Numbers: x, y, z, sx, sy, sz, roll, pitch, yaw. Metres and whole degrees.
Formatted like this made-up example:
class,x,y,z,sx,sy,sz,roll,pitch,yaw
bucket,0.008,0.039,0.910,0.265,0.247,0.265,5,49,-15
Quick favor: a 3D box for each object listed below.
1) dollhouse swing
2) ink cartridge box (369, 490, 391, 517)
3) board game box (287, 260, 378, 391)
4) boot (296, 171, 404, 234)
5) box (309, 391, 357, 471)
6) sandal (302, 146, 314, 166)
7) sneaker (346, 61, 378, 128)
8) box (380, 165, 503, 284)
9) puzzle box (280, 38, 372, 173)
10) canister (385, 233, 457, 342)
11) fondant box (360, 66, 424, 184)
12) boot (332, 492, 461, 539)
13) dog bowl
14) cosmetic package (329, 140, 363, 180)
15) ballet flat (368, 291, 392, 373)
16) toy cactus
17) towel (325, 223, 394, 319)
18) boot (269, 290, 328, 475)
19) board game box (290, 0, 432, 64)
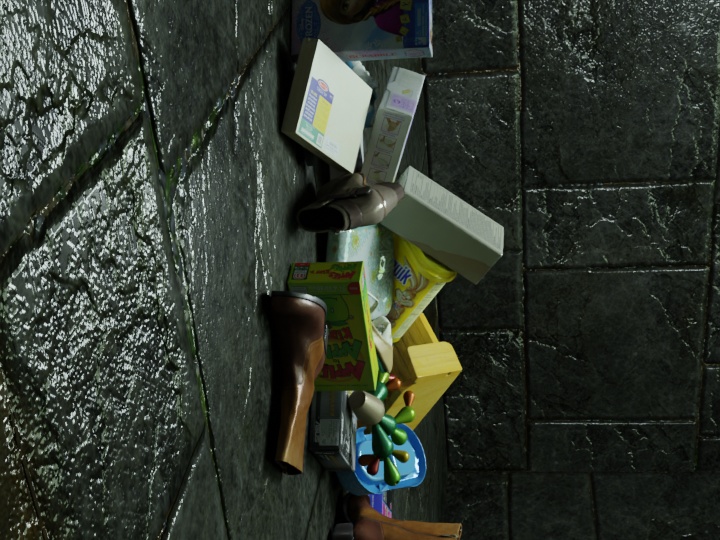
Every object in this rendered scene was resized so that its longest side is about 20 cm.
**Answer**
class,x,y,z,sx,sy,sz,roll,pitch,yaw
dollhouse swing,0.051,0.185,1.909,0.181,0.200,0.176,-3,47,-48
ink cartridge box,0.037,0.477,2.151,0.200,0.037,0.096,63,26,-67
board game box,-0.036,0.081,1.491,0.048,0.101,0.201,-81,167,-52
boot,-0.037,-0.093,1.538,0.146,0.199,0.071,-26,105,-42
box,-0.038,0.196,1.638,0.159,0.048,0.202,68,22,-66
sandal,-0.059,-0.232,1.574,0.201,0.045,0.076,-83,169,-46
sneaker,-0.014,-0.296,1.711,0.077,0.080,0.201,104,-9,-47
box,0.137,-0.076,1.768,0.078,0.199,0.095,-51,-168,32
puzzle box,-0.044,-0.228,1.496,0.200,0.025,0.134,28,75,-65
canister,0.071,0.012,1.858,0.200,0.086,0.149,-53,-129,34
fondant box,0.043,-0.202,1.698,0.145,0.058,0.201,-73,179,-52
boot,0.065,0.412,1.735,0.188,0.198,0.069,-34,121,-80
dog bowl,0.031,0.321,1.790,0.199,0.049,0.112,3,65,-52
cosmetic package,-0.022,-0.175,1.801,0.083,0.050,0.202,-31,119,-81
ballet flat,0.013,0.080,1.645,0.201,0.063,0.069,56,-9,-35
toy cactus,0.022,0.230,1.659,0.165,0.101,0.202,48,41,-50
towel,0.000,0.000,1.733,0.200,0.048,0.173,-7,100,-63
boot,-0.092,0.141,1.328,0.189,0.068,0.202,88,11,-65
board game box,0.002,-0.397,1.500,0.041,0.197,0.202,47,42,-76
